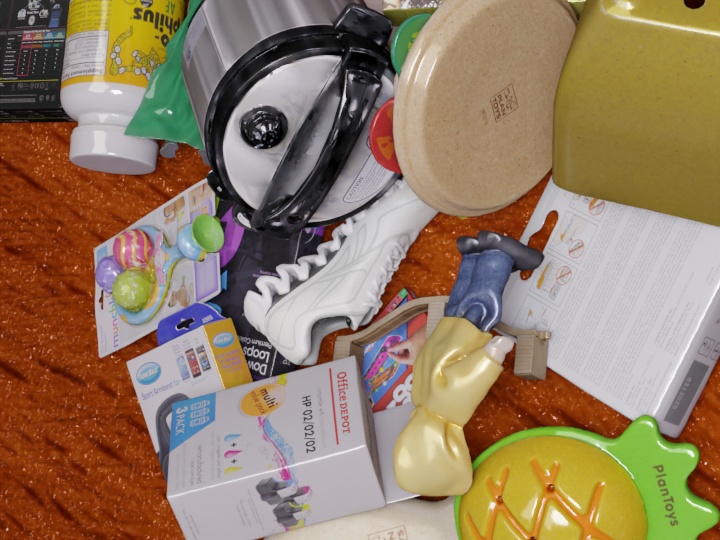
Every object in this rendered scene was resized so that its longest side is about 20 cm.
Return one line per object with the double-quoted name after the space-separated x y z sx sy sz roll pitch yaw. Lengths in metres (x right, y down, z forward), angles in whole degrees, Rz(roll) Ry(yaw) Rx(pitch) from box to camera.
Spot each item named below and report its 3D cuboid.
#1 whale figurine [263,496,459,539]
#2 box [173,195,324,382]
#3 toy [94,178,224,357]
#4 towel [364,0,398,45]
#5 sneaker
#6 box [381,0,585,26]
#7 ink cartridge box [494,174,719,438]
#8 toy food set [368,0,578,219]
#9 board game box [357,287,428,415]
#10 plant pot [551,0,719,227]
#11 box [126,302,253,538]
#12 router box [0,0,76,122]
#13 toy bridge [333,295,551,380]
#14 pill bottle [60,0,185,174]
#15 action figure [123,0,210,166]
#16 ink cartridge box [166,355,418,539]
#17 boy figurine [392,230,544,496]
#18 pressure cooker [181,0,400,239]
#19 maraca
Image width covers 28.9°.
0.020 0.229 1.128 0.198 0.104 0.161 -18 74 3 "whale figurine"
-0.107 0.025 1.263 0.142 0.036 0.202 8 87 41 "box"
-0.206 -0.004 1.305 0.199 0.047 0.116 -24 62 39 "toy"
0.052 -0.220 1.219 0.198 0.032 0.193 2 83 34 "towel"
0.000 0.000 1.167 0.200 0.075 0.081 -40 60 0 "sneaker"
0.118 -0.241 1.132 0.198 0.050 0.076 -1 82 12 "box"
0.200 0.014 1.083 0.200 0.050 0.163 34 100 51 "ink cartridge box"
0.095 -0.136 1.078 0.198 0.200 0.049 -49 43 -9 "toy food set"
0.006 0.122 1.189 0.200 0.019 0.103 -49 60 15 "board game box"
0.237 -0.163 0.942 0.192 0.200 0.197 15 72 19 "plant pot"
-0.136 0.133 1.222 0.119 0.041 0.202 -25 85 42 "box"
-0.348 -0.234 1.460 0.198 0.062 0.152 4 84 33 "router box"
0.066 0.056 1.133 0.198 0.027 0.068 -5 72 35 "toy bridge"
-0.230 -0.200 1.347 0.112 0.112 0.202 -1 79 32 "pill bottle"
-0.140 -0.197 1.310 0.117 0.055 0.202 13 67 -2 "action figure"
-0.047 0.138 1.099 0.198 0.068 0.116 -15 34 4 "ink cartridge box"
0.078 0.071 1.045 0.124 0.064 0.202 -18 53 67 "boy figurine"
-0.050 -0.132 1.119 0.177 0.177 0.201 -20 39 -3 "pressure cooker"
0.161 0.178 1.025 0.198 0.107 0.138 -19 94 26 "maraca"
